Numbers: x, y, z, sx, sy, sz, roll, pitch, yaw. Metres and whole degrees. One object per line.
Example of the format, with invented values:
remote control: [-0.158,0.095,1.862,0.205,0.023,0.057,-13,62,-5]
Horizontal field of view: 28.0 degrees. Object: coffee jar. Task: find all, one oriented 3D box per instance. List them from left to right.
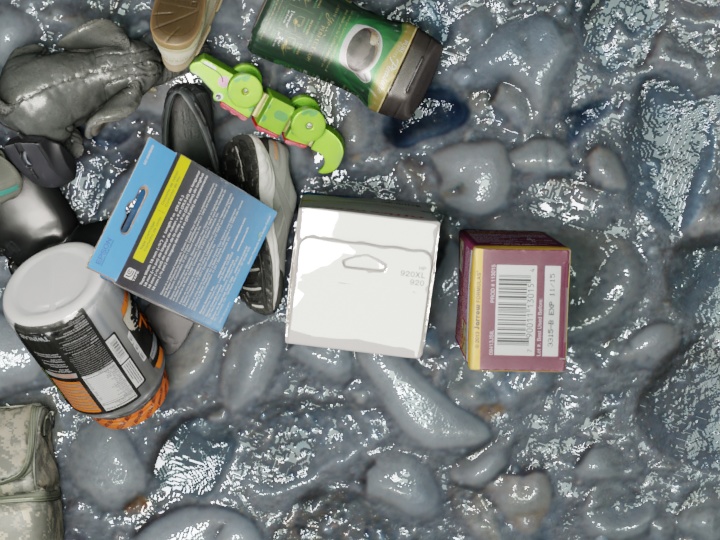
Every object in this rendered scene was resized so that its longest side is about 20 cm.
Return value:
coffee jar: [-0.015,-0.244,1.568,0.200,0.085,0.104,26,93,-3]

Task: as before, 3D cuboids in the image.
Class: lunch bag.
lunch bag: [-0.437,0.234,1.610,0.199,0.139,0.168,-4,82,0]

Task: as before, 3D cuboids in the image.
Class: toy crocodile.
toy crocodile: [-0.100,-0.175,1.574,0.200,0.068,0.062,28,104,-18]

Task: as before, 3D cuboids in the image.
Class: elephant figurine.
elephant figurine: [-0.277,-0.208,1.535,0.200,0.155,0.142,-19,132,14]

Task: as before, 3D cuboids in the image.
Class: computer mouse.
computer mouse: [-0.356,-0.132,1.482,0.058,0.200,0.034,1,68,25]

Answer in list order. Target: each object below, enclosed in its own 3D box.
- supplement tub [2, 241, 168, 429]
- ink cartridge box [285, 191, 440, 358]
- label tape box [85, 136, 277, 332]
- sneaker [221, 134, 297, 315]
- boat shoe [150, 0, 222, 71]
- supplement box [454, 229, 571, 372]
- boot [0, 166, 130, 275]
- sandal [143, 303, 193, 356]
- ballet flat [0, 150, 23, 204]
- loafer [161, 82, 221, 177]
supplement tub: [-0.287,0.075,1.546,0.122,0.123,0.200,-21,136,2]
ink cartridge box: [0.000,0.000,1.543,0.147,0.200,0.145,6,97,-1]
label tape box: [-0.194,-0.039,1.466,0.200,0.063,0.145,31,82,-47]
sneaker: [-0.101,-0.050,1.596,0.074,0.079,0.201,3,96,43]
boat shoe: [-0.177,-0.306,1.549,0.072,0.065,0.200,11,64,3]
supplement box: [0.160,0.029,1.548,0.103,0.200,0.131,1,98,-1]
boot: [-0.324,-0.058,1.600,0.198,0.073,0.163,-35,95,6]
sandal: [-0.190,0.007,1.622,0.076,0.043,0.201,22,97,-3]
ballet flat: [-0.433,-0.128,1.570,0.064,0.200,0.068,-24,136,-34]
loafer: [-0.183,-0.101,1.551,0.068,0.070,0.201,-3,100,10]
